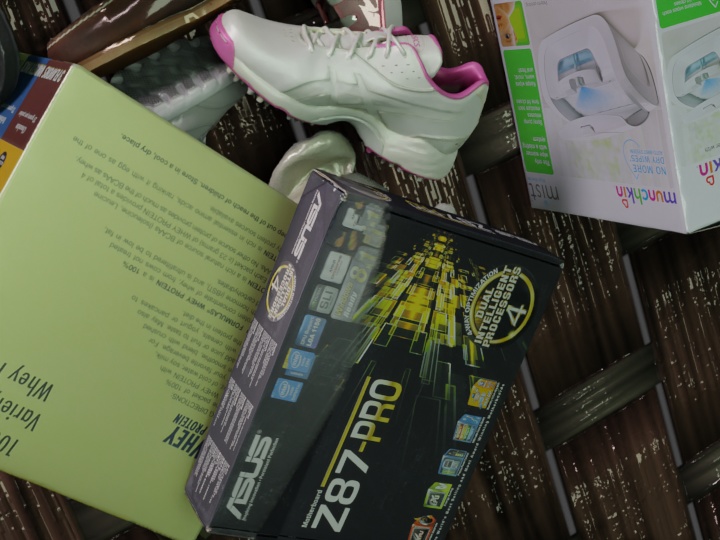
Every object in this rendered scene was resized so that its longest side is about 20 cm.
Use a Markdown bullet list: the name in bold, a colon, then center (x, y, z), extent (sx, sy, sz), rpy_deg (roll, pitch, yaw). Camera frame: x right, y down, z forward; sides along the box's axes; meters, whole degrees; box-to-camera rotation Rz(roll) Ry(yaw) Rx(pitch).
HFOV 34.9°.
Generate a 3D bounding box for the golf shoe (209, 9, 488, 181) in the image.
- **golf shoe**: center (-0.002, -0.134, 0.755), extent (0.199, 0.076, 0.092), rpy_deg (21, 124, -31)

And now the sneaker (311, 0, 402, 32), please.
- **sneaker**: center (-0.034, -0.221, 0.799), extent (0.104, 0.075, 0.203), rpy_deg (-10, 99, -22)

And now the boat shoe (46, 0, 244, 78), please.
- **boat shoe**: center (-0.117, -0.188, 0.737), extent (0.199, 0.070, 0.071), rpy_deg (-28, 100, 0)

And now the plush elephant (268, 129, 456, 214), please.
- **plush elephant**: center (0.000, 0.000, 0.801), extent (0.165, 0.198, 0.156), rpy_deg (45, 64, -47)

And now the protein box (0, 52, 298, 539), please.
- **protein box**: center (-0.150, 0.014, 0.666), extent (0.198, 0.135, 0.201), rpy_deg (31, 85, -32)

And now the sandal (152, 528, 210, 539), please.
- **sandal**: center (-0.151, 0.111, 0.806), extent (0.081, 0.054, 0.201), rpy_deg (-34, 125, -18)

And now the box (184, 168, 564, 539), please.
- **box**: center (0.009, 0.060, 0.648), extent (0.160, 0.049, 0.202), rpy_deg (17, 103, -31)

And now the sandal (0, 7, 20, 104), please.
- **sandal**: center (-0.264, -0.144, 0.641), extent (0.048, 0.200, 0.076), rpy_deg (-26, 140, -46)

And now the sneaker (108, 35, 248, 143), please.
- **sneaker**: center (-0.145, -0.084, 0.779), extent (0.200, 0.075, 0.082), rpy_deg (-41, 137, -15)

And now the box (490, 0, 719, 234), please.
- **box**: center (0.201, -0.133, 0.854), extent (0.096, 0.200, 0.178), rpy_deg (-18, 106, -21)
